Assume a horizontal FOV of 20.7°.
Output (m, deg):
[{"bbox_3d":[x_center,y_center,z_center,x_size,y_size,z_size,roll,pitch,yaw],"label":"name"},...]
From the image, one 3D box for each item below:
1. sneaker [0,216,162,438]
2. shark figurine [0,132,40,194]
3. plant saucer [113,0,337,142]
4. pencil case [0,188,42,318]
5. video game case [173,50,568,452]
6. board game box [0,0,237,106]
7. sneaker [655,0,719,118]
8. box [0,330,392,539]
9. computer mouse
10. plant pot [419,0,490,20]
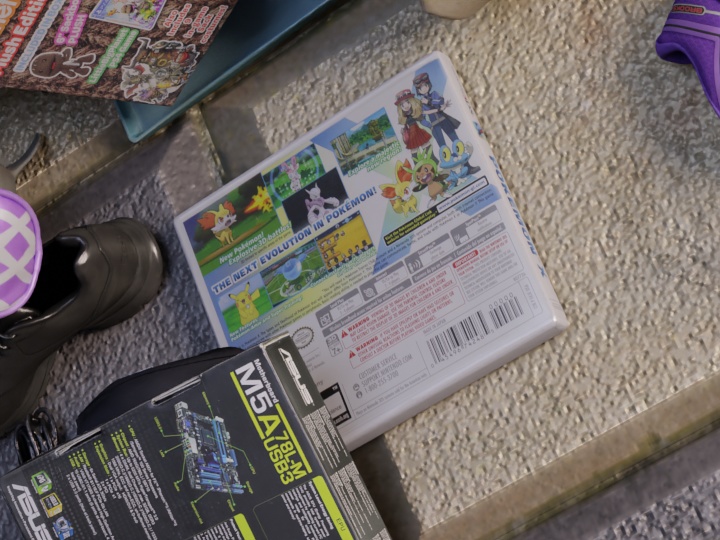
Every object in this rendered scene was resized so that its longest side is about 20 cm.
[{"bbox_3d":[-0.216,0.035,1.205,0.200,0.091,0.076,-45,71,16],"label":"sneaker"},{"bbox_3d":[-0.255,-0.072,1.275,0.090,0.128,0.214,-45,40,-15],"label":"shark figurine"},{"bbox_3d":[-0.074,-0.157,1.211,0.200,0.019,0.070,-33,65,18],"label":"plant saucer"},{"bbox_3d":[-0.280,-0.018,1.158,0.200,0.085,0.084,4,87,35],"label":"pencil case"},{"bbox_3d":[0.000,0.000,1.134,0.200,0.022,0.183,-31,66,21],"label":"video game case"},{"bbox_3d":[-0.197,-0.194,1.154,0.097,0.200,0.160,-53,49,36],"label":"board game box"},{"bbox_3d":[0.229,-0.083,1.005,0.200,0.081,0.084,49,117,37],"label":"sneaker"},{"bbox_3d":[-0.080,0.163,1.094,0.193,0.048,0.200,-28,87,20],"label":"box"},{"bbox_3d":[-0.136,0.128,1.155,0.200,0.046,0.141,-19,71,32],"label":"computer mouse"},{"bbox_3d":[0.072,-0.242,1.062,0.183,0.200,0.201,-44,62,26],"label":"plant pot"}]
